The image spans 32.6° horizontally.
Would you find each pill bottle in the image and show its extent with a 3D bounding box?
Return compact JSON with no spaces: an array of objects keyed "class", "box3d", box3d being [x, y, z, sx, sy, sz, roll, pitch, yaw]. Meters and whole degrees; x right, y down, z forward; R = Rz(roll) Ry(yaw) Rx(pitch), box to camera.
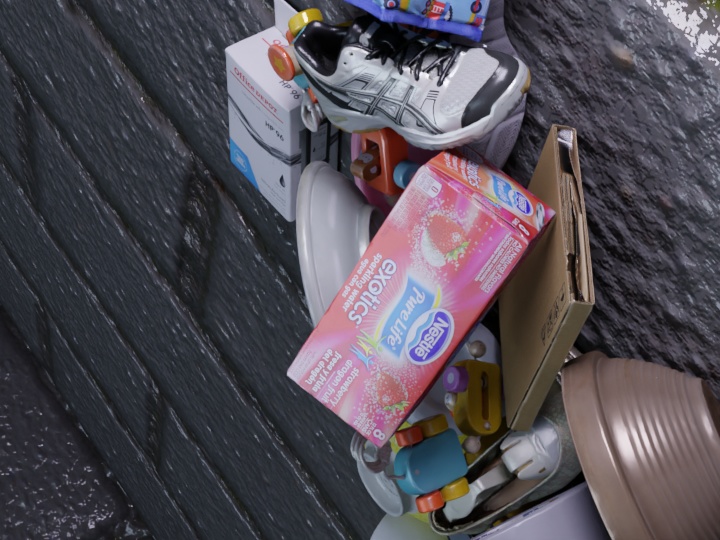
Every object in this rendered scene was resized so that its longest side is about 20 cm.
[{"class":"pill bottle","box3d":[0.063,0.092,1.190,0.113,0.111,0.200,62,171,-5]}]

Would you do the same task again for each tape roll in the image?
[{"class":"tape roll","box3d":[0.128,0.234,0.986,0.067,0.199,0.200,62,156,11]}]

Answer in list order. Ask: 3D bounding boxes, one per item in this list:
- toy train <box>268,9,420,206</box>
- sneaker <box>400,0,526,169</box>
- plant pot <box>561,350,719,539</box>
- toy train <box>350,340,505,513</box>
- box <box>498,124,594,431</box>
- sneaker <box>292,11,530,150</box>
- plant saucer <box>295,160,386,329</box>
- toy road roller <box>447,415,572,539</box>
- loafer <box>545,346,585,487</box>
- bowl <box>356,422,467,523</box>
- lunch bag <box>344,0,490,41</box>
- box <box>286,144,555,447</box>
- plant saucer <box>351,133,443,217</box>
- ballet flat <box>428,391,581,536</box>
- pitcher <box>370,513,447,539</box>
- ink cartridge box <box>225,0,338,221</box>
[{"class":"toy train","box3d":[-0.023,-0.142,1.068,0.200,0.055,0.152,37,138,49]},{"class":"sneaker","box3d":[0.069,-0.175,0.982,0.112,0.077,0.202,28,130,55]},{"class":"plant pot","box3d":[0.234,0.145,0.925,0.201,0.092,0.202,53,-157,-34]},{"class":"toy train","box3d":[0.053,0.103,1.043,0.150,0.201,0.055,39,148,-22]},{"class":"box","box3d":[0.143,0.010,0.979,0.201,0.021,0.165,102,171,-56]},{"class":"sneaker","box3d":[0.027,-0.143,0.887,0.199,0.076,0.088,7,146,43]},{"class":"plant saucer","box3d":[0.000,0.000,1.072,0.200,0.050,0.202,-11,-90,-75]},{"class":"toy road roller","box3d":[0.167,0.221,1.144,0.199,0.122,0.147,32,141,46]},{"class":"loafer","box3d":[0.188,0.140,1.083,0.201,0.067,0.076,54,154,13]},{"class":"bowl","box3d":[0.061,0.206,1.344,0.200,0.107,0.201,43,149,33]},{"class":"lunch bag","box3d":[0.017,-0.269,0.887,0.200,0.093,0.152,37,116,50]},{"class":"box","box3d":[0.044,0.017,0.905,0.095,0.100,0.201,37,114,8]},{"class":"plant saucer","box3d":[0.066,-0.068,1.100,0.200,0.051,0.202,44,147,38]},{"class":"ballet flat","box3d":[0.131,0.173,1.051,0.200,0.062,0.068,-49,62,33]},{"class":"pitcher","box3d":[0.110,0.366,1.429,0.199,0.121,0.172,34,158,24]},{"class":"ink cartridge box","box3d":[-0.080,-0.164,1.260,0.116,0.068,0.201,45,150,30]}]
